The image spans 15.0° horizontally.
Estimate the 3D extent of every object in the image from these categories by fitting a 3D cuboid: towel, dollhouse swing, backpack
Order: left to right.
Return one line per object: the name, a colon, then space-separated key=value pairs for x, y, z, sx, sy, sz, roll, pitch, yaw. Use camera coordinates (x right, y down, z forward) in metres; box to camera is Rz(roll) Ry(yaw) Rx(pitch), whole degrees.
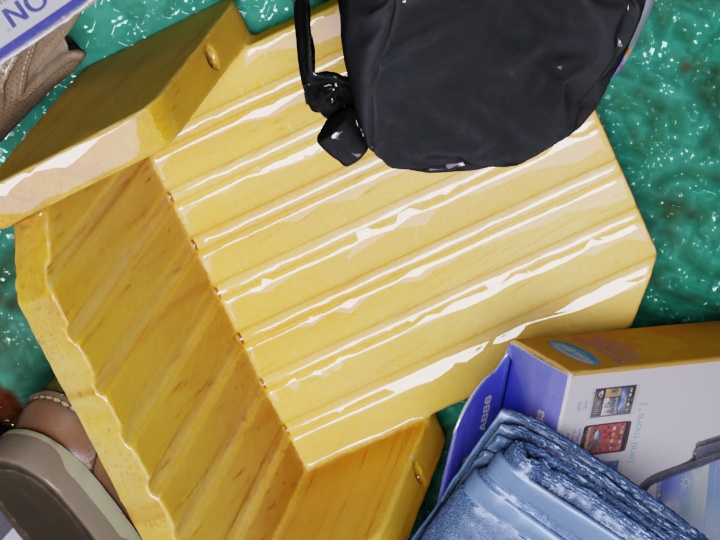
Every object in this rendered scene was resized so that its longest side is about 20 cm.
dollhouse swing: x=0.000 y=0.000 z=1.021 sx=0.175 sy=0.182 sz=0.201 roll=-19 pitch=108 yaw=20
towel: x=0.044 y=0.159 z=1.004 sx=0.111 sy=0.049 sz=0.201 roll=34 pitch=106 yaw=2
backpack: x=0.048 y=-0.143 z=0.965 sx=0.126 sy=0.201 sz=0.168 roll=12 pitch=125 yaw=-8

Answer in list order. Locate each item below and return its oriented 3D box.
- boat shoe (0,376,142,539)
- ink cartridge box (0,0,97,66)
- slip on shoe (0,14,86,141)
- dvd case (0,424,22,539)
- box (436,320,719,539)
boat shoe: x=-0.071 y=0.120 z=1.088 sx=0.068 sy=0.072 sz=0.201 roll=-53 pitch=132 yaw=-31
ink cartridge box: x=-0.206 y=-0.115 z=0.955 sx=0.199 sy=0.041 sz=0.200 roll=-34 pitch=71 yaw=-4
slip on shoe: x=-0.132 y=-0.085 z=1.027 sx=0.060 sy=0.076 sz=0.201 roll=17 pitch=99 yaw=-26
dvd case: x=-0.234 y=0.082 z=1.083 sx=0.200 sy=0.025 sz=0.150 roll=40 pitch=98 yaw=-15
box: x=0.114 y=0.083 z=1.068 sx=0.199 sy=0.041 sz=0.120 roll=-5 pitch=113 yaw=-40
